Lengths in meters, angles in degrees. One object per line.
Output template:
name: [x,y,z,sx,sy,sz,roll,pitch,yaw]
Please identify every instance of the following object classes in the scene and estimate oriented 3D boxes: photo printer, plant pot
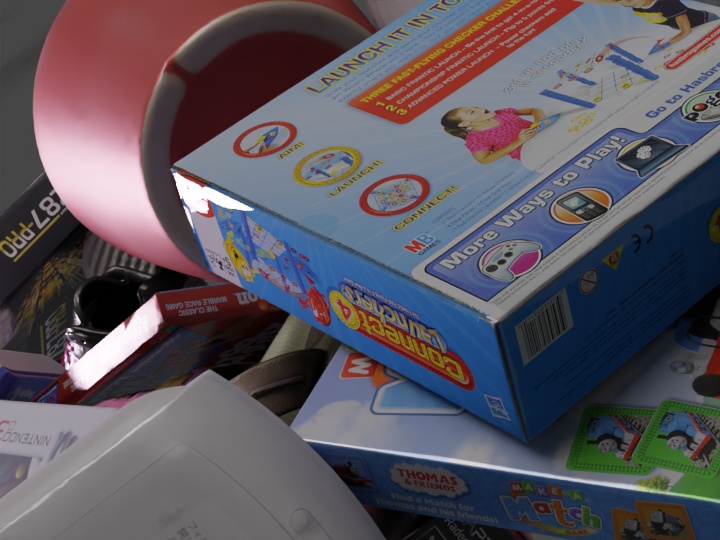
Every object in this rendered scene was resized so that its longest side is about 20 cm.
photo printer: [-0.078,0.146,0.616,0.200,0.167,0.069,-37,1,4]
plant pot: [-0.063,-0.077,0.898,0.200,0.201,0.177,-40,22,-5]

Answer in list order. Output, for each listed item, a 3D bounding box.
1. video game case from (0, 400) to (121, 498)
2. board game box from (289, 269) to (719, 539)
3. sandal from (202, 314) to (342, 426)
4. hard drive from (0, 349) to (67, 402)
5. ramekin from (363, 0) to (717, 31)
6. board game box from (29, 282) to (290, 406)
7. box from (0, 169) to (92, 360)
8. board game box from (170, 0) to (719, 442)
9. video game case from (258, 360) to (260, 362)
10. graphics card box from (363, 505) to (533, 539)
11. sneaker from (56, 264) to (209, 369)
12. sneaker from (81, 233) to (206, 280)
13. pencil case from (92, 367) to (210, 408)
video game case: [-0.184,0.149,0.749,0.181,0.023,0.201,-4,58,54]
board game box: [0.091,0.035,0.646,0.199,0.037,0.152,4,43,30]
sandal: [-0.042,0.053,0.738,0.080,0.057,0.202,-17,39,44]
hard drive: [-0.239,0.134,0.944,0.200,0.025,0.132,-55,-7,-1]
ramekin: [0.100,-0.155,0.943,0.199,0.098,0.200,-18,4,1]
board game box: [-0.097,0.047,0.867,0.103,0.020,0.200,-10,-16,-35]
box: [-0.216,0.010,1.143,0.161,0.049,0.200,-46,-9,-23]
board game box: [0.061,-0.043,0.682,0.200,0.056,0.195,-35,38,-25]
video game case: [0.000,0.000,0.895,0.200,0.023,0.182,-54,12,-20]
graphics card box: [-0.029,0.135,0.713,0.200,0.051,0.126,-37,21,6]
sneaker: [-0.155,0.044,1.048,0.199,0.088,0.074,-21,27,38]
sneaker: [-0.077,-0.037,1.115,0.199,0.073,0.114,-16,-3,7]
pencil case: [-0.124,0.113,0.846,0.200,0.086,0.083,-24,40,39]
